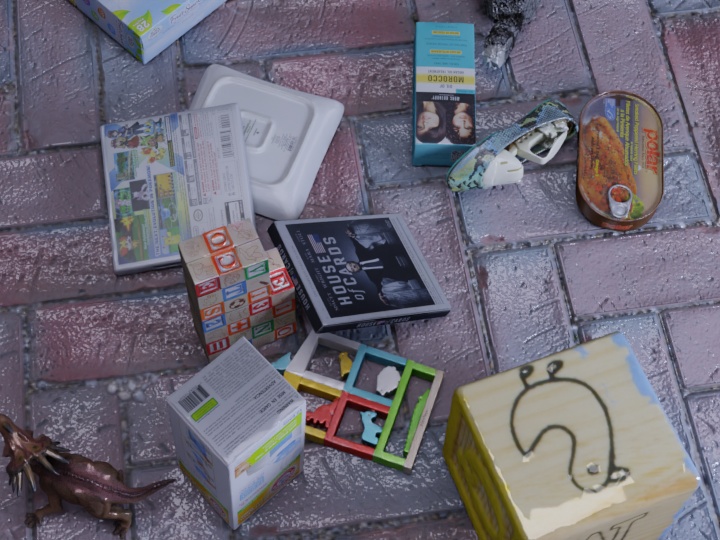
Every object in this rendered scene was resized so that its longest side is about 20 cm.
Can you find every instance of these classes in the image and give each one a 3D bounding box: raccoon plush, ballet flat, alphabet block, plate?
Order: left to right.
[{"bbox_3d":[-0.142,-0.174,1.764,0.198,0.032,0.201,18,62,8],"label":"plate"},{"bbox_3d":[0.166,-0.381,1.849,0.133,0.097,0.201,21,55,17],"label":"raccoon plush"},{"bbox_3d":[0.201,-0.152,1.738,0.199,0.074,0.074,-37,68,-18],"label":"ballet flat"},{"bbox_3d":[0.219,0.212,1.470,0.198,0.197,0.196,-19,61,-12],"label":"alphabet block"}]

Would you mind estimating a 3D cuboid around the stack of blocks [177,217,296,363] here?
[{"bbox_3d":[-0.138,0.022,1.560,0.114,0.201,0.059,-21,63,-12],"label":"stack of blocks"}]

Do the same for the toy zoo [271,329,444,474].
[{"bbox_3d":[-0.014,0.147,1.597,0.198,0.021,0.132,17,62,8],"label":"toy zoo"}]

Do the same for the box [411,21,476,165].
[{"bbox_3d":[0.110,-0.234,1.795,0.081,0.049,0.202,2,61,-1],"label":"box"}]

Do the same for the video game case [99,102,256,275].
[{"bbox_3d":[-0.228,-0.104,1.702,0.180,0.022,0.202,-9,71,0],"label":"video game case"}]

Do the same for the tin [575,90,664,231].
[{"bbox_3d":[0.336,-0.142,1.759,0.111,0.042,0.202,5,61,5],"label":"tin"}]

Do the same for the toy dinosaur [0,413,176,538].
[{"bbox_3d":[-0.307,0.228,1.478,0.198,0.136,0.087,10,61,3],"label":"toy dinosaur"}]

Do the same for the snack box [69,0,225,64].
[{"bbox_3d":[-0.305,-0.404,1.865,0.200,0.068,0.169,40,67,16],"label":"snack box"}]

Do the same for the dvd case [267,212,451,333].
[{"bbox_3d":[0.000,0.000,1.625,0.199,0.025,0.151,-5,57,-39],"label":"dvd case"}]

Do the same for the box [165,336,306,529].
[{"bbox_3d":[-0.132,0.180,1.473,0.112,0.201,0.101,-38,69,-22],"label":"box"}]
